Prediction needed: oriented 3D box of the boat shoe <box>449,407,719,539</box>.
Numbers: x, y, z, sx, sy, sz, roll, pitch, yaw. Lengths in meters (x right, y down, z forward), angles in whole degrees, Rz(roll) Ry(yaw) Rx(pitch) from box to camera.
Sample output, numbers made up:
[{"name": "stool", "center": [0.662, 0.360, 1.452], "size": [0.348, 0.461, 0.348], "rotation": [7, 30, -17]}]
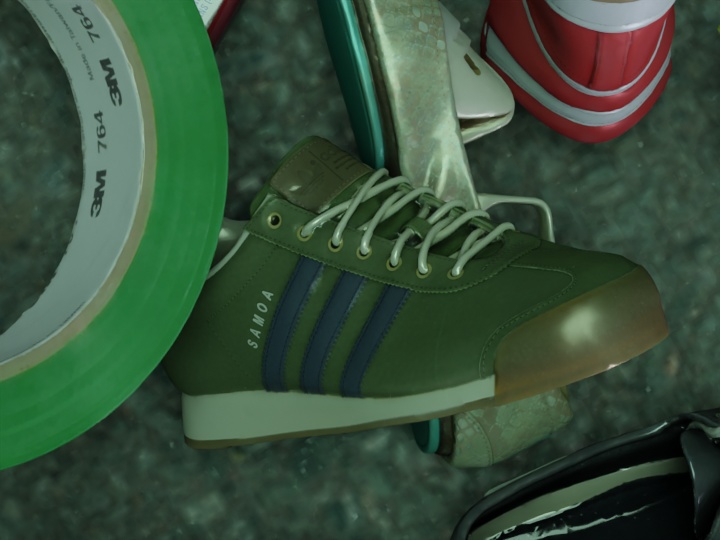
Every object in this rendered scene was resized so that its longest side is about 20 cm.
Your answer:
[{"name": "boat shoe", "center": [0.122, 0.081, 0.805], "size": [0.199, 0.063, 0.073], "rotation": [-17, 60, -1]}]

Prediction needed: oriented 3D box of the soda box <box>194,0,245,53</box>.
[{"name": "soda box", "center": [-0.039, -0.166, 0.822], "size": [0.070, 0.063, 0.201], "rotation": [29, 87, 0]}]

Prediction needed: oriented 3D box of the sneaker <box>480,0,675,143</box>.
[{"name": "sneaker", "center": [0.076, -0.140, 0.831], "size": [0.071, 0.113, 0.201], "rotation": [1, 57, 0]}]

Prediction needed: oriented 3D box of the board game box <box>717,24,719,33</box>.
[{"name": "board game box", "center": [0.214, -0.019, 0.808], "size": [0.101, 0.048, 0.201], "rotation": [-27, 88, -37]}]

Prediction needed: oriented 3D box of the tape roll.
[{"name": "tape roll", "center": [-0.137, -0.038, 0.717], "size": [0.200, 0.048, 0.202], "rotation": [3, 85, -31]}]

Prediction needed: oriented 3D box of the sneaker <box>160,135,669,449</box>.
[{"name": "sneaker", "center": [0.000, 0.000, 0.758], "size": [0.067, 0.200, 0.090], "rotation": [-28, 101, -46]}]

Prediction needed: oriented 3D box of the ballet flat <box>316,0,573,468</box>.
[{"name": "ballet flat", "center": [0.030, -0.033, 0.821], "size": [0.062, 0.067, 0.201], "rotation": [-14, 97, -9]}]
